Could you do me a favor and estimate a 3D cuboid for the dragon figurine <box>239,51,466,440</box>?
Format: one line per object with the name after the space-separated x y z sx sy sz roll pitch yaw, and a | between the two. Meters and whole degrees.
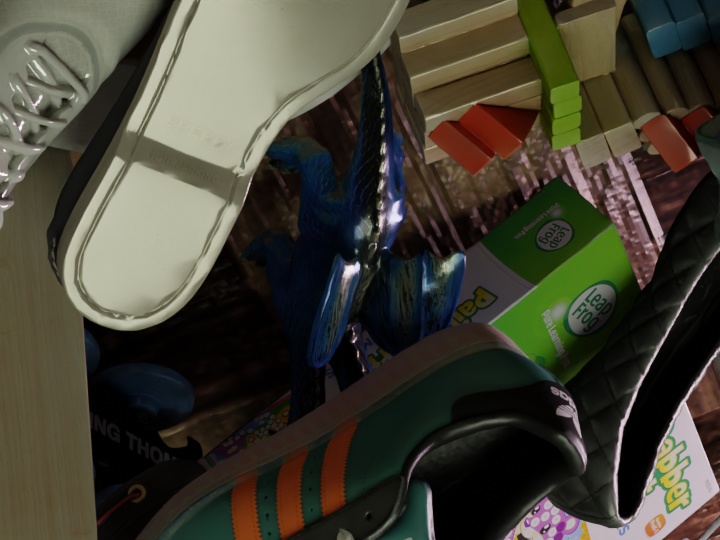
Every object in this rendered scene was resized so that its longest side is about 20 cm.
0.000 0.000 1.067 0.059 0.099 0.200 -3 138 -25 | dragon figurine

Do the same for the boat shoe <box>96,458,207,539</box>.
-0.114 0.151 1.130 0.074 0.063 0.201 8 135 -49 | boat shoe

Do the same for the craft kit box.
0.046 0.089 1.215 0.197 0.049 0.200 -41 139 -11 | craft kit box

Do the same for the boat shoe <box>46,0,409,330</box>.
-0.046 -0.075 0.993 0.073 0.063 0.200 28 102 -26 | boat shoe

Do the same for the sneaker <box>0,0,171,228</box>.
-0.130 -0.047 0.965 0.200 0.081 0.075 -42 134 2 | sneaker

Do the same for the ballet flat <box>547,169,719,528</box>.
0.142 0.018 1.168 0.200 0.057 0.066 -55 142 -1 | ballet flat

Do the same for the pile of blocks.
0.105 -0.071 1.071 0.200 0.062 0.082 -8 151 -26 | pile of blocks

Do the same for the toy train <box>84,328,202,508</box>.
-0.150 0.069 1.149 0.114 0.087 0.200 -31 134 33 | toy train

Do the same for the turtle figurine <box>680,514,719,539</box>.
0.148 0.207 1.331 0.200 0.144 0.194 -35 169 -19 | turtle figurine

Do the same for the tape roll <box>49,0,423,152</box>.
-0.068 -0.124 1.007 0.203 0.037 0.203 -9 138 -8 | tape roll

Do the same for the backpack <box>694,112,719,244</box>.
0.216 -0.041 1.060 0.200 0.167 0.127 -38 106 -30 | backpack

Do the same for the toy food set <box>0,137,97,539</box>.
-0.174 0.041 1.035 0.143 0.200 0.060 0 160 -17 | toy food set

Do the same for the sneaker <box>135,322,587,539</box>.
-0.008 0.098 1.026 0.200 0.080 0.071 -38 122 -6 | sneaker
